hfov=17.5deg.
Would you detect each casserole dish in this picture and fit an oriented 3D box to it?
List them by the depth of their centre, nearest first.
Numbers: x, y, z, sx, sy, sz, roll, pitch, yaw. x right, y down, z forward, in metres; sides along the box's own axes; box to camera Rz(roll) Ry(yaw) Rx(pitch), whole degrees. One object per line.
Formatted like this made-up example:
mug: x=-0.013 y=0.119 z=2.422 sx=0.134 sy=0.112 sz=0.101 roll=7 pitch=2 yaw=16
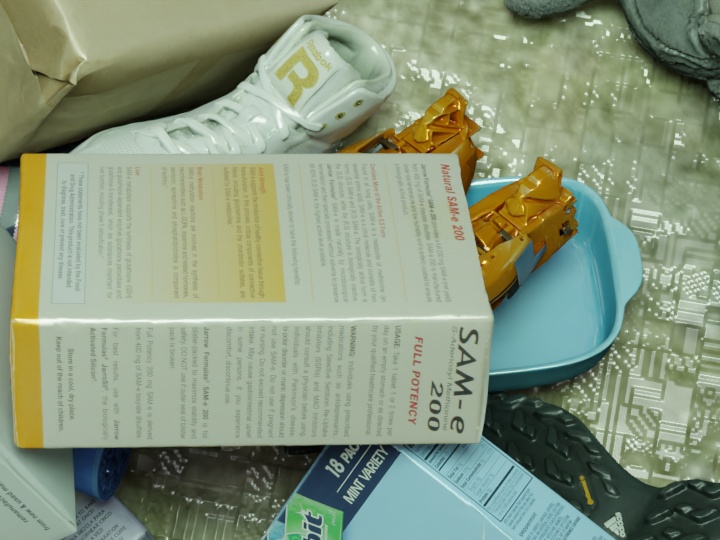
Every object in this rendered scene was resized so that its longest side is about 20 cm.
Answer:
casserole dish: x=0.042 y=0.014 z=1.178 sx=0.199 sy=0.039 sz=0.121 roll=-6 pitch=54 yaw=2

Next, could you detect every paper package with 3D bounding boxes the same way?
paper package: x=-0.138 y=-0.170 z=1.157 sx=0.200 sy=0.103 sz=0.191 roll=-21 pitch=79 yaw=-49

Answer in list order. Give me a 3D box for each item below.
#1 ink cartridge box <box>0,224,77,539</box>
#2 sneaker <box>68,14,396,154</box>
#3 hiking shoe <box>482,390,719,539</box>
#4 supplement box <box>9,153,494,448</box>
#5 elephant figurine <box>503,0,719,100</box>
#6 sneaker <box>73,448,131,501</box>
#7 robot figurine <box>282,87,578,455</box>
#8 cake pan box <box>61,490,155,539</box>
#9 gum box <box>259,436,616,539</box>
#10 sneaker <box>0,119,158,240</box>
ink cartridge box: x=-0.236 y=0.076 z=1.061 sx=0.199 sy=0.088 sz=0.146 roll=-23 pitch=47 yaw=13
sneaker: x=-0.061 y=-0.073 z=1.126 sx=0.074 sy=0.200 sz=0.116 roll=50 pitch=124 yaw=10
hiking shoe: x=0.115 y=0.128 z=1.136 sx=0.200 sy=0.087 sz=0.074 roll=24 pitch=61 yaw=33
supplement box: x=-0.049 y=0.012 z=1.012 sx=0.199 sy=0.074 sz=0.126 roll=0 pitch=36 yaw=-5
elephant figurine: x=0.205 y=-0.142 z=1.200 sx=0.200 sy=0.155 sz=0.142 roll=-41 pitch=119 yaw=1
sneaker: x=-0.133 y=0.025 z=1.153 sx=0.078 sy=0.070 sz=0.200 roll=11 pitch=45 yaw=8
robot figurine: x=0.000 y=0.000 z=1.131 sx=0.200 sy=0.058 sz=0.145 roll=-37 pitch=54 yaw=-21
cake pan box: x=-0.233 y=0.138 z=1.163 sx=0.200 sy=0.052 sz=0.184 roll=-42 pitch=74 yaw=-9
gum box: x=0.047 y=0.165 z=1.072 sx=0.200 sy=0.170 sz=0.045 roll=39 pitch=41 yaw=5
sneaker: x=-0.177 y=-0.045 z=1.162 sx=0.200 sy=0.070 sz=0.082 roll=-30 pitch=108 yaw=-28
